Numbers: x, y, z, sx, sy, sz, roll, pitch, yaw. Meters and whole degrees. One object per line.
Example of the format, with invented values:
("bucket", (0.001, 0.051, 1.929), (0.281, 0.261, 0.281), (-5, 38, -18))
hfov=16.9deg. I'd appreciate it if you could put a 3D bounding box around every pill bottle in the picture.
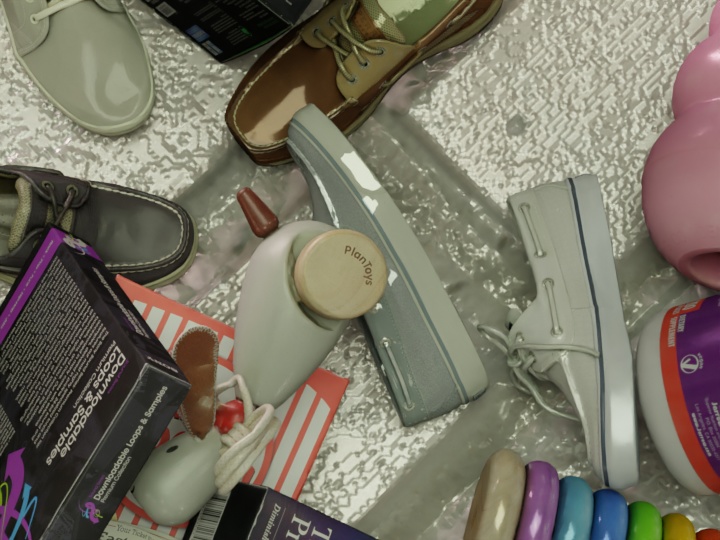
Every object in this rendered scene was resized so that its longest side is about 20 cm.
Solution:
("pill bottle", (0.264, 0.053, 1.369), (0.200, 0.112, 0.112), (-18, 76, 25))

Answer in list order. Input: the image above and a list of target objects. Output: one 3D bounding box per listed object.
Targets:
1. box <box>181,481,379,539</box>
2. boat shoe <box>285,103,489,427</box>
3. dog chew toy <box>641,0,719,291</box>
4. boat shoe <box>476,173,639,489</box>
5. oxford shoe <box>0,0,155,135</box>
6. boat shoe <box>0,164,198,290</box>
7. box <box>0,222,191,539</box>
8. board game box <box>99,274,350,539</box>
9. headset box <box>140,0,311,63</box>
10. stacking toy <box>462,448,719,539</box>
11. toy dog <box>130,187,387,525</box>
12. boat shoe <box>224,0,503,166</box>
("box", (-0.050, 0.234, 1.343), (0.141, 0.079, 0.200), (28, 76, -29))
("boat shoe", (0.000, 0.000, 1.425), (0.072, 0.070, 0.201), (-31, 92, -5))
("dog chew toy", (0.237, -0.089, 1.442), (0.125, 0.125, 0.200), (13, 68, 2))
("boat shoe", (0.112, 0.037, 1.420), (0.086, 0.075, 0.202), (-9, 64, 4))
("oxford shoe", (-0.188, -0.173, 1.480), (0.075, 0.058, 0.200), (-25, 80, -10))
("boat shoe", (-0.197, -0.027, 1.440), (0.200, 0.065, 0.072), (8, 76, 0))
("box", (-0.170, 0.075, 1.339), (0.036, 0.200, 0.143), (26, 101, -29))
("board game box", (-0.115, 0.124, 1.407), (0.151, 0.046, 0.200), (24, 77, -3))
("headset box", (-0.041, -0.236, 1.432), (0.093, 0.174, 0.200), (38, 77, -12))
("stacking toy", (0.162, 0.167, 1.397), (0.200, 0.085, 0.085), (15, 76, -2))
("toy dog", (-0.070, 0.035, 1.334), (0.096, 0.132, 0.200), (40, 62, -3))
("boat shoe", (0.002, -0.143, 1.468), (0.200, 0.074, 0.076), (-39, 80, -10))
